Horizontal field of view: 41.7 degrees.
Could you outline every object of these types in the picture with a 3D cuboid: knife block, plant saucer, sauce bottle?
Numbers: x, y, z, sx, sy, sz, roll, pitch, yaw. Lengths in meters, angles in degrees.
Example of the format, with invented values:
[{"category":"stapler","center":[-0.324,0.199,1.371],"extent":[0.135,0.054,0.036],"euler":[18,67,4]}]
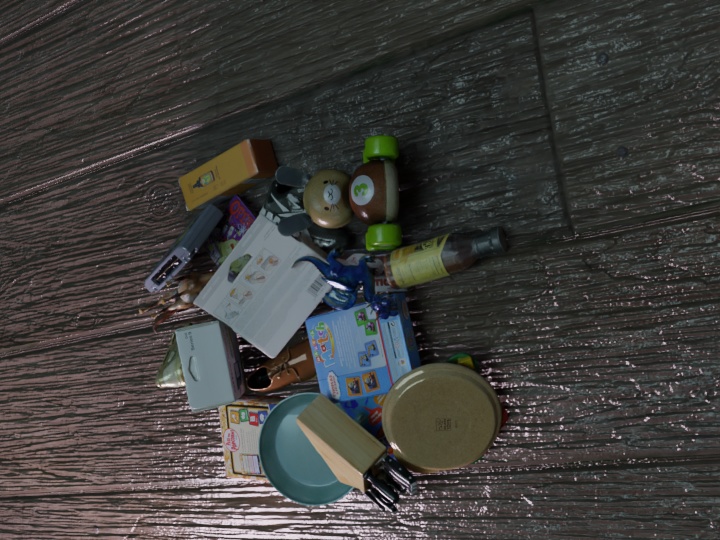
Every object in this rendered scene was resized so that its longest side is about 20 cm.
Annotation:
[{"category":"knife block","center":[0.002,0.300,1.537],"extent":[0.202,0.064,0.174],"euler":[56,154,-15]},{"category":"plant saucer","center":[-0.083,0.313,1.677],"extent":[0.195,0.036,0.205],"euler":[1,95,8]},{"category":"sauce bottle","center":[0.133,-0.023,1.487],"extent":[0.196,0.066,0.067],"euler":[-17,88,23]}]

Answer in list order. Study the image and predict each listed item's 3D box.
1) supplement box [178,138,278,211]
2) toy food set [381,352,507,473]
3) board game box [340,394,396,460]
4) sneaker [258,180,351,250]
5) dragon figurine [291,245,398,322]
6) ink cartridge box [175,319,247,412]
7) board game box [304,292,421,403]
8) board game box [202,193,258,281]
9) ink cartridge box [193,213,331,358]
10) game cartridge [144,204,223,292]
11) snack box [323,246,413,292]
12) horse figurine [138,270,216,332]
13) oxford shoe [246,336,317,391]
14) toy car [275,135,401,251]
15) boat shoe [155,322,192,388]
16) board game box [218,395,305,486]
[{"category":"supplement box","center":[-0.244,-0.174,1.738],"extent":[0.197,0.068,0.068],"euler":[-22,83,34]},{"category":"toy food set","center":[0.130,0.230,1.486],"extent":[0.194,0.049,0.203],"euler":[-17,112,9]},{"category":"board game box","center":[0.045,0.216,1.602],"extent":[0.201,0.045,0.152],"euler":[52,121,17]},{"category":"sneaker","center":[-0.094,-0.102,1.640],"extent":[0.198,0.066,0.092],"euler":[27,114,32]},{"category":"dragon figurine","center":[-0.030,0.020,1.503],"extent":[0.195,0.101,0.060],"euler":[11,139,11]},{"category":"ink cartridge box","center":[-0.268,0.166,1.718],"extent":[0.085,0.200,0.149],"euler":[-12,89,1]},{"category":"board game box","center":[0.004,0.133,1.570],"extent":[0.197,0.036,0.155],"euler":[-16,85,36]},{"category":"board game box","center":[-0.208,-0.037,1.699],"extent":[0.121,0.032,0.200],"euler":[-52,46,9]},{"category":"ink cartridge box","center":[-0.156,0.022,1.597],"extent":[0.175,0.045,0.201],"euler":[36,105,-17]},{"category":"game cartridge","center":[-0.328,-0.044,1.766],"extent":[0.041,0.134,0.199],"euler":[42,141,-10]},{"category":"snack box","center":[0.000,0.000,1.614],"extent":[0.197,0.024,0.074],"euler":[-2,96,35]},{"category":"horse figurine","center":[-0.345,0.048,1.820],"extent":[0.200,0.131,0.051],"euler":[-41,77,46]},{"category":"oxford shoe","center":[-0.127,0.175,1.704],"extent":[0.198,0.071,0.072],"euler":[-33,77,32]},{"category":"toy car","center":[-0.037,-0.117,1.500],"extent":[0.195,0.158,0.169],"euler":[-2,86,-2]},{"category":"boat shoe","center":[-0.344,0.160,1.786],"extent":[0.062,0.201,0.075],"euler":[-13,115,1]},{"category":"board game box","center":[-0.176,0.315,1.772],"extent":[0.197,0.046,0.155],"euler":[-2,96,35]}]
